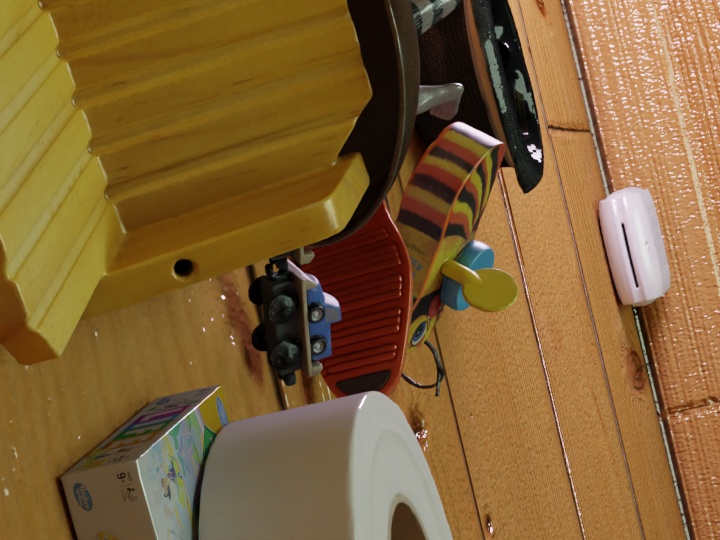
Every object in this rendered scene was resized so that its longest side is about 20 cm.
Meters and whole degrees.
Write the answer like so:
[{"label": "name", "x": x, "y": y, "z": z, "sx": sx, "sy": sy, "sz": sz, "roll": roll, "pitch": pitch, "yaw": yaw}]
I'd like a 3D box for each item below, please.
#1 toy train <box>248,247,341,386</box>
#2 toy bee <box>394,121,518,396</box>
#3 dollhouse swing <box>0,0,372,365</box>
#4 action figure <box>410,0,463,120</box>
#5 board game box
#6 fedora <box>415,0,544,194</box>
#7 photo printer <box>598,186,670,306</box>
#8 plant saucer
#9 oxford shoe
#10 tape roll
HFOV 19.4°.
[{"label": "toy train", "x": -0.035, "y": -0.031, "z": 1.096, "sx": 0.034, "sy": 0.046, "sz": 0.200, "roll": 39, "pitch": -43, "yaw": 52}, {"label": "toy bee", "x": 0.040, "y": 0.011, "z": 1.352, "sx": 0.109, "sy": 0.131, "sz": 0.200, "roll": -34, "pitch": 124, "yaw": -51}, {"label": "dollhouse swing", "x": -0.081, "y": -0.084, "z": 0.815, "sx": 0.176, "sy": 0.181, "sz": 0.200, "roll": -131, "pitch": -157, "yaw": -72}, {"label": "action figure", "x": -0.035, "y": -0.142, "z": 1.143, "sx": 0.193, "sy": 0.104, "sz": 0.200, "roll": -26, "pitch": 99, "yaw": -48}, {"label": "board game box", "x": -0.065, "y": 0.162, "z": 0.899, "sx": 0.134, "sy": 0.034, "sz": 0.200, "roll": -44, "pitch": 120, "yaw": -75}, {"label": "fedora", "x": 0.087, "y": -0.155, "z": 1.753, "sx": 0.201, "sy": 0.091, "sz": 0.201, "roll": -13, "pitch": 90, "yaw": -77}, {"label": "photo printer", "x": 0.391, "y": -0.034, "z": 3.000, "sx": 0.200, "sy": 0.069, "sz": 0.167, "roll": -22, "pitch": 99, "yaw": -77}, {"label": "plant saucer", "x": -0.037, "y": -0.111, "z": 0.985, "sx": 0.034, "sy": 0.200, "sz": 0.201, "roll": -22, "pitch": 101, "yaw": -37}, {"label": "oxford shoe", "x": 0.000, "y": 0.000, "z": 1.274, "sx": 0.073, "sy": 0.071, "sz": 0.200, "roll": 66, "pitch": 15, "yaw": -57}, {"label": "tape roll", "x": -0.004, "y": 0.158, "z": 0.931, "sx": 0.202, "sy": 0.071, "sz": 0.203, "roll": -12, "pitch": 90, "yaw": -78}]
